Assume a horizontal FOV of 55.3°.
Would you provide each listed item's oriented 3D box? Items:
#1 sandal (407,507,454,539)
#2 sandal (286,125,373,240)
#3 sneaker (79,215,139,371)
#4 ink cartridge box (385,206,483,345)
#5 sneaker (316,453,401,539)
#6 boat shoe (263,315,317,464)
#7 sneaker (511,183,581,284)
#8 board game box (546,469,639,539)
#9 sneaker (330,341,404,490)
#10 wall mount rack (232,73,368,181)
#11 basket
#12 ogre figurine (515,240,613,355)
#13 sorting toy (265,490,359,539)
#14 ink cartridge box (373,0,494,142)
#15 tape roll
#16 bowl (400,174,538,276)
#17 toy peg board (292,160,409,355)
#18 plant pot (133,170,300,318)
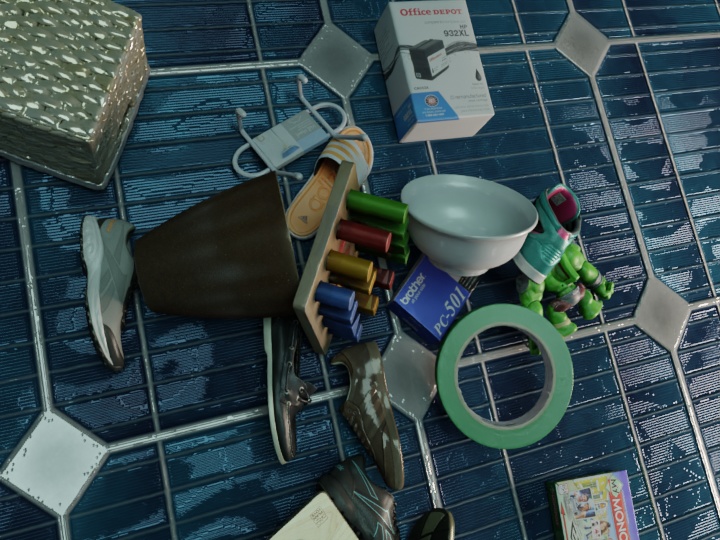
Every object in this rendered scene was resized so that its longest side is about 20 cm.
[{"bbox_3d":[0.104,0.429,0.929,0.056,0.079,0.208,12,74,-41],"label":"sandal"},{"bbox_3d":[-0.038,-0.135,1.023,0.078,0.059,0.209,34,68,-6],"label":"sandal"},{"bbox_3d":[-0.317,0.026,0.887,0.077,0.074,0.206,-3,77,-23],"label":"sneaker"},{"bbox_3d":[0.132,0.003,1.052,0.093,0.044,0.201,39,69,-3],"label":"ink cartridge box"},{"bbox_3d":[0.026,0.341,0.915,0.079,0.075,0.202,-34,87,-27],"label":"sneaker"},{"bbox_3d":[-0.091,0.151,0.925,0.064,0.075,0.205,-7,69,0],"label":"boat shoe"},{"bbox_3d":[0.265,-0.084,1.030,0.082,0.121,0.202,28,27,-26],"label":"sneaker"},{"bbox_3d":[0.357,0.413,1.030,0.131,0.029,0.206,-4,78,-18],"label":"board game box"},{"bbox_3d":[0.010,0.206,0.960,0.073,0.071,0.206,-12,76,-1],"label":"sneaker"},{"bbox_3d":[-0.087,-0.193,0.992,0.198,0.075,0.174,-34,65,-19],"label":"wall mount rack"},{"bbox_3d":[-0.393,-0.246,0.876,0.195,0.161,0.204,19,72,-10],"label":"basket"},{"bbox_3d":[0.314,0.032,1.077,0.196,0.098,0.122,-29,96,-8],"label":"ogre figurine"},{"bbox_3d":[-0.070,0.424,0.865,0.198,0.070,0.201,-37,90,-21],"label":"sorting toy"},{"bbox_3d":[0.116,-0.322,1.107,0.141,0.084,0.206,-9,79,-19],"label":"ink cartridge box"},{"bbox_3d":[0.206,0.151,0.999,0.194,0.048,0.207,0,87,2],"label":"tape roll"},{"bbox_3d":[0.148,-0.056,0.979,0.195,0.202,0.093,-5,122,-19],"label":"bowl"},{"bbox_3d":[0.000,0.000,0.915,0.095,0.201,0.204,14,70,11],"label":"toy peg board"},{"bbox_3d":[-0.185,-0.015,0.895,0.194,0.187,0.193,-12,80,-6],"label":"plant pot"}]
